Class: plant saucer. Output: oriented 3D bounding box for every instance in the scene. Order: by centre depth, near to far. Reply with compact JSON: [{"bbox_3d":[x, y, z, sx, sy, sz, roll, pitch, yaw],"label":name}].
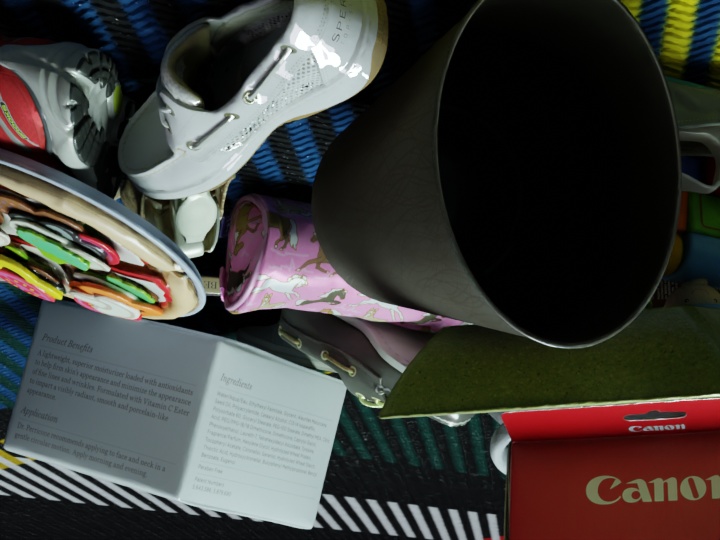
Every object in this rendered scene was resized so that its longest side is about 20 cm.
[{"bbox_3d":[0.134,0.050,0.910,0.197,0.049,0.199,-6,175,23],"label":"plant saucer"}]

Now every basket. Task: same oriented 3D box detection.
[{"bbox_3d":[0.059,-0.044,0.860,0.134,0.183,0.200,-1,174,-22],"label":"basket"}]

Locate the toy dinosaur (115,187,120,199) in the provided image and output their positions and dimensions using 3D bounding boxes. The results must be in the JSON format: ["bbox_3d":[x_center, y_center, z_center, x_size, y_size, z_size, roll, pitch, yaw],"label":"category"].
[{"bbox_3d":[-0.197,-0.036,1.083,0.100,0.059,0.199,7,178,42],"label":"toy dinosaur"}]

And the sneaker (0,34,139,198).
[{"bbox_3d":[-0.174,-0.081,0.903,0.084,0.078,0.200,16,161,4],"label":"sneaker"}]

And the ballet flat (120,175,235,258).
[{"bbox_3d":[-0.112,-0.043,0.999,0.070,0.066,0.200,-9,166,-8],"label":"ballet flat"}]

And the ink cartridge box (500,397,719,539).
[{"bbox_3d":[0.196,0.157,1.035,0.197,0.085,0.176,-5,147,16],"label":"ink cartridge box"}]

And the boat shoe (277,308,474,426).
[{"bbox_3d":[0.013,0.063,1.189,0.072,0.061,0.201,-3,-151,-46],"label":"boat shoe"}]

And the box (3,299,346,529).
[{"bbox_3d":[-0.150,0.119,1.347,0.197,0.132,0.199,10,172,34],"label":"box"}]

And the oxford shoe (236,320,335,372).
[{"bbox_3d":[-0.029,0.057,1.369,0.075,0.059,0.199,12,174,-42],"label":"oxford shoe"}]

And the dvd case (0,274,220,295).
[{"bbox_3d":[-0.180,0.007,1.188,0.197,0.016,0.149,3,179,-12],"label":"dvd case"}]

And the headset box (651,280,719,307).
[{"bbox_3d":[0.199,0.013,1.180,0.197,0.076,0.149,0,164,-2],"label":"headset box"}]

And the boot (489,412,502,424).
[{"bbox_3d":[0.144,0.049,1.297,0.199,0.131,0.070,-33,144,-40],"label":"boot"}]

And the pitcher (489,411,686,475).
[{"bbox_3d":[0.205,0.118,1.161,0.170,0.122,0.200,23,138,-25],"label":"pitcher"}]

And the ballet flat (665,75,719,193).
[{"bbox_3d":[0.212,-0.073,0.914,0.197,0.065,0.067,3,164,-11],"label":"ballet flat"}]

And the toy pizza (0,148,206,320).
[{"bbox_3d":[-0.183,-0.014,0.932,0.198,0.032,0.201,21,161,7],"label":"toy pizza"}]

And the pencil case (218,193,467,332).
[{"bbox_3d":[0.000,0.000,1.125,0.198,0.084,0.086,8,-173,-27],"label":"pencil case"}]

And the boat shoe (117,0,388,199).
[{"bbox_3d":[-0.074,-0.098,0.827,0.069,0.072,0.199,15,149,-39],"label":"boat shoe"}]

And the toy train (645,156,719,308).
[{"bbox_3d":[0.150,-0.024,0.983,0.198,0.117,0.084,10,160,-32],"label":"toy train"}]
